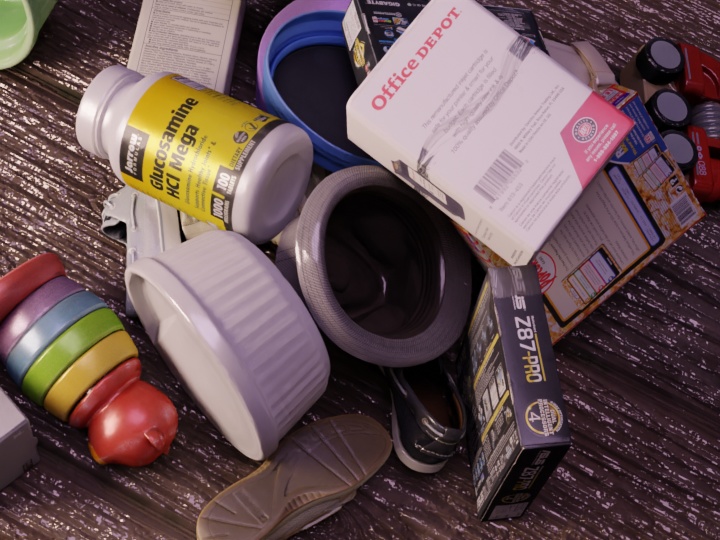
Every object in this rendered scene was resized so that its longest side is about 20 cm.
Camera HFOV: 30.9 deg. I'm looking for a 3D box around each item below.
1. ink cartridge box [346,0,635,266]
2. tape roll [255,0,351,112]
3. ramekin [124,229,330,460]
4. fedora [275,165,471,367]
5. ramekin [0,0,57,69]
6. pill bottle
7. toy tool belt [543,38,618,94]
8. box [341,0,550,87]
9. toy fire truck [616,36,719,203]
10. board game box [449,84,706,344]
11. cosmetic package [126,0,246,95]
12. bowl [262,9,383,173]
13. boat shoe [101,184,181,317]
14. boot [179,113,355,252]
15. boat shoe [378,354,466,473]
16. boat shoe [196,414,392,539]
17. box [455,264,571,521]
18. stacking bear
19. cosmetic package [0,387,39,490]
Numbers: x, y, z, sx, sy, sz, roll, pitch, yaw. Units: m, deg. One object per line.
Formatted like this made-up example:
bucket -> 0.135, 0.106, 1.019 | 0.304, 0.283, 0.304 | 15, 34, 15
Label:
ink cartridge box -> 0.106, -0.120, 1.109 | 0.200, 0.084, 0.145 | 38, 80, 7
tape roll -> -0.009, -0.195, 1.353 | 0.199, 0.066, 0.201 | 3, 63, -5
ramekin -> -0.110, 0.056, 1.130 | 0.094, 0.203, 0.202 | -36, 72, -19
fedora -> 0.000, 0.000, 1.159 | 0.199, 0.090, 0.178 | 6, 78, -44
ramekin -> -0.389, -0.307, 1.292 | 0.199, 0.200, 0.098 | 23, 55, 5
pill bottle -> -0.152, -0.110, 1.175 | 0.199, 0.113, 0.113 | 25, 62, 19
toy tool belt -> 0.236, -0.143, 1.319 | 0.122, 0.125, 0.201 | 12, 39, -34
box -> 0.094, -0.189, 1.251 | 0.199, 0.046, 0.160 | 1, 54, -23
toy fire truck -> 0.376, -0.146, 1.354 | 0.199, 0.129, 0.177 | 9, 61, -16
board game box -> 0.203, -0.049, 1.200 | 0.200, 0.046, 0.152 | -39, 116, -5
cosmetic package -> -0.179, -0.228, 1.343 | 0.103, 0.073, 0.201 | 10, 62, -2
bowl -> -0.001, -0.165, 1.248 | 0.200, 0.039, 0.201 | 14, 48, -16
boat shoe -> -0.212, -0.048, 1.247 | 0.071, 0.070, 0.202 | -7, 65, -12
boot -> -0.088, -0.033, 1.252 | 0.154, 0.072, 0.201 | -20, 89, -1
boat shoe -> 0.055, 0.084, 1.205 | 0.071, 0.068, 0.201 | 3, 51, -21
boat shoe -> -0.059, 0.198, 1.153 | 0.200, 0.063, 0.073 | -34, 67, -28
box -> 0.127, 0.111, 1.133 | 0.049, 0.200, 0.162 | -5, 63, -8
stacking bear -> -0.245, 0.092, 1.154 | 0.114, 0.121, 0.200 | -43, 84, -17
cosmetic package -> -0.372, 0.102, 1.129 | 0.090, 0.107, 0.200 | -35, 70, -22
